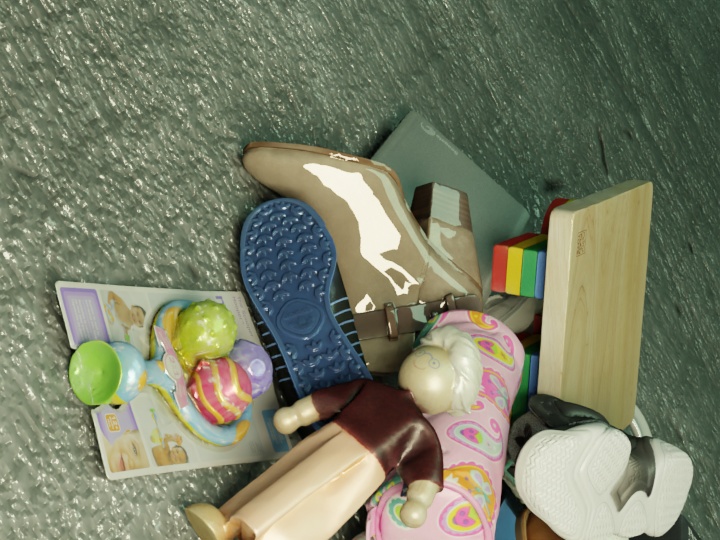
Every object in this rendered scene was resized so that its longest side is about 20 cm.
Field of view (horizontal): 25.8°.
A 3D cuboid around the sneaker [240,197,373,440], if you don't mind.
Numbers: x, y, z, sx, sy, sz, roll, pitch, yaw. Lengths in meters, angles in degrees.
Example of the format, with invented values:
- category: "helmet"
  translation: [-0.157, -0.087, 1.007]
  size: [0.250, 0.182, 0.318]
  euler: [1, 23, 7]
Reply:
- category: "sneaker"
  translation: [-0.035, 0.046, 1.050]
  size: [0.078, 0.069, 0.202]
  euler: [88, -13, -53]

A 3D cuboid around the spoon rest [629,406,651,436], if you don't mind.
- category: "spoon rest"
  translation: [0.250, 0.192, 1.434]
  size: [0.202, 0.060, 0.099]
  euler: [64, 27, -1]

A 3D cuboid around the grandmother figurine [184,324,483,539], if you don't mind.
- category: "grandmother figurine"
  translation: [-0.001, 0.106, 0.924]
  size: [0.121, 0.200, 0.061]
  euler: [39, -25, 23]

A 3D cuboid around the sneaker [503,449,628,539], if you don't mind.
- category: "sneaker"
  translation: [0.147, 0.177, 1.261]
  size: [0.088, 0.075, 0.202]
  euler: [20, 40, -46]

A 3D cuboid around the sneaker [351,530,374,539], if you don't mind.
- category: "sneaker"
  translation: [0.057, 0.233, 1.035]
  size: [0.200, 0.081, 0.089]
  euler: [46, 35, -34]

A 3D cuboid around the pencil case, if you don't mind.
- category: "pencil case"
  translation: [0.057, 0.110, 1.026]
  size: [0.088, 0.087, 0.201]
  euler: [53, 29, -21]

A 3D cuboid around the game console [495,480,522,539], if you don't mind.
- category: "game console"
  translation: [0.138, 0.242, 1.124]
  size: [0.201, 0.118, 0.173]
  euler: [57, 38, -16]

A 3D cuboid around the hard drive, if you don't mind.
- category: "hard drive"
  translation: [0.059, -0.043, 1.272]
  size: [0.139, 0.033, 0.200]
  euler: [41, 30, -3]

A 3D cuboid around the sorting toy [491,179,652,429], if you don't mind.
- category: "sorting toy"
  translation: [0.159, 0.038, 1.220]
  size: [0.198, 0.069, 0.203]
  euler: [-19, 115, -61]

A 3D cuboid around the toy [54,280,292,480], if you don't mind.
- category: "toy"
  translation: [-0.094, 0.058, 0.944]
  size: [0.199, 0.047, 0.117]
  euler: [2, 67, -60]

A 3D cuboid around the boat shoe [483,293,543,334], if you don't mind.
- category: "boat shoe"
  translation: [0.100, 0.049, 1.283]
  size: [0.068, 0.073, 0.200]
  euler: [31, 32, 14]

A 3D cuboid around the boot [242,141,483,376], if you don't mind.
- category: "boot"
  translation: [0.000, 0.000, 1.129]
  size: [0.197, 0.070, 0.148]
  euler: [12, 78, -15]

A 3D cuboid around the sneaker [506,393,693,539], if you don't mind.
- category: "sneaker"
  translation: [0.133, 0.128, 1.049]
  size: [0.199, 0.113, 0.076]
  euler: [17, 93, -51]

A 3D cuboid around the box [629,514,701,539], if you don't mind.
- category: "box"
  translation: [0.251, 0.330, 1.272]
  size: [0.149, 0.106, 0.201]
  euler: [50, 30, -25]

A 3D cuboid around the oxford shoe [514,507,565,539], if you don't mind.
- category: "oxford shoe"
  translation: [0.150, 0.207, 1.004]
  size: [0.072, 0.071, 0.200]
  euler: [52, 7, -25]
